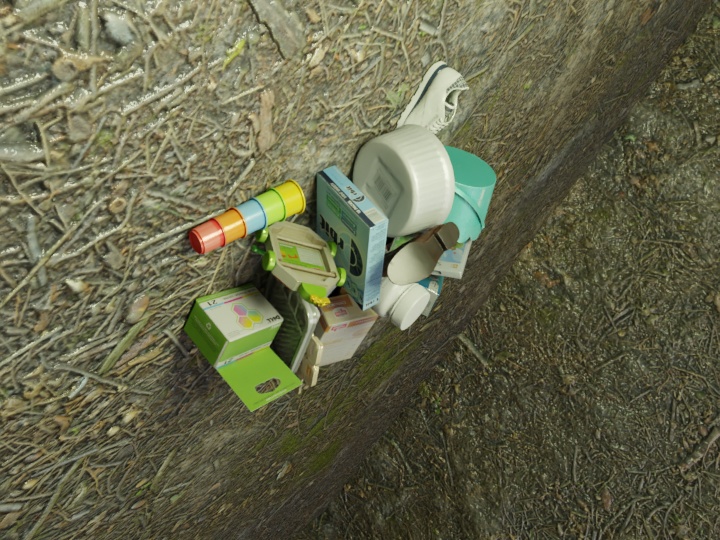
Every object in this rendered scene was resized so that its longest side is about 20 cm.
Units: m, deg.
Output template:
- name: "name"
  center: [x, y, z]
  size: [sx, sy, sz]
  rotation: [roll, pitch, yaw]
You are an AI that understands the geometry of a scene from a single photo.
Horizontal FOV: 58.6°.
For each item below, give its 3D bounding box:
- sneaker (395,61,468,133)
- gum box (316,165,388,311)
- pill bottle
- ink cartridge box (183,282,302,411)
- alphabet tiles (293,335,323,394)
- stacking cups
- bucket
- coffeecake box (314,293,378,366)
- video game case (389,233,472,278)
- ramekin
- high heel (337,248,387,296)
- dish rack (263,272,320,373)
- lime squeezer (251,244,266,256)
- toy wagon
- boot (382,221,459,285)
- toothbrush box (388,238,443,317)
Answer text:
- name: "sneaker"
  center: [0.132, -0.295, 1.241]
  size: [0.076, 0.080, 0.203]
  rotation: [-25, 151, -49]
- name: "gum box"
  center: [-0.020, -0.057, 1.168]
  size: [0.044, 0.170, 0.204]
  rotation: [-23, 141, -26]
- name: "pill bottle"
  center: [0.043, 0.022, 1.339]
  size: [0.113, 0.199, 0.114]
  rotation: [-41, 159, -20]
- name: "ink cartridge box"
  center: [-0.195, 0.130, 1.146]
  size: [0.146, 0.200, 0.077]
  rotation: [-17, 146, -54]
- name: "alphabet tiles"
  center: [-0.131, 0.136, 1.286]
  size: [0.014, 0.200, 0.201]
  rotation: [-6, 122, -32]
- name: "stacking cups"
  center: [-0.181, -0.084, 1.015]
  size: [0.197, 0.061, 0.061]
  rotation: [-28, 153, -33]
- name: "bucket"
  center: [0.200, -0.175, 1.436]
  size: [0.205, 0.205, 0.138]
  rotation: [-26, 144, -45]
- name: "coffeecake box"
  center: [-0.061, 0.147, 1.566]
  size: [0.150, 0.074, 0.202]
  rotation: [-10, 147, -34]
- name: "video game case"
  center: [0.167, -0.069, 1.489]
  size: [0.022, 0.176, 0.203]
  rotation: [82, 24, -43]
- name: "ramekin"
  center: [0.073, -0.161, 1.197]
  size: [0.096, 0.201, 0.203]
  rotation: [-20, 148, -38]
- name: "high heel"
  center: [0.000, 0.000, 1.502]
  size: [0.096, 0.067, 0.200]
  rotation: [-48, -179, -32]
- name: "dish rack"
  center: [-0.138, 0.090, 1.236]
  size: [0.042, 0.174, 0.203]
  rotation: [-7, 140, -33]
- name: "lime squeezer"
  center: [-0.108, 0.001, 1.177]
  size: [0.197, 0.070, 0.039]
  rotation: [19, 87, -45]
- name: "toy wagon"
  center: [-0.098, -0.008, 1.096]
  size: [0.152, 0.203, 0.040]
  rotation: [14, 128, -33]
- name: "boot"
  center: [0.072, -0.013, 1.192]
  size: [0.184, 0.066, 0.198]
  rotation: [-32, -174, -31]
- name: "toothbrush box"
  center: [0.130, -0.008, 1.560]
  size: [0.203, 0.143, 0.086]
  rotation: [-69, -177, -47]
